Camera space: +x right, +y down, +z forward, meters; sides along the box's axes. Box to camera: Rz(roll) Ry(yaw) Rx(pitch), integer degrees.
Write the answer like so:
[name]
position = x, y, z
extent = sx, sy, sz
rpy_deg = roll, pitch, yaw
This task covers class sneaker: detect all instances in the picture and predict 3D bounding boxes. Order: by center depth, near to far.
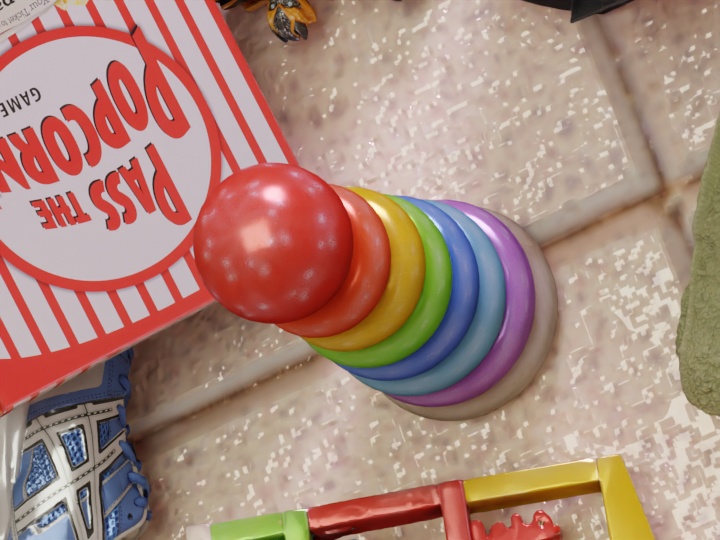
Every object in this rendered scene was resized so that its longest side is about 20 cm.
[sneaker]
position = -0.117, 0.074, 1.063
extent = 0.077, 0.076, 0.201
rpy_deg = 17, 85, 2

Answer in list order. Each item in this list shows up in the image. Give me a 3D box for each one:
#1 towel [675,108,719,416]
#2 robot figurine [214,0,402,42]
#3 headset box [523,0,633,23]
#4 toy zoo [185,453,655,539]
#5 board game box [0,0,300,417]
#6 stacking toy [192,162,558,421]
[towel]
position = 0.187, -0.033, 0.917
extent = 0.148, 0.036, 0.201
rpy_deg = 16, 100, 41
[robot figurine]
position = -0.034, -0.194, 1.074
extent = 0.145, 0.058, 0.201
rpy_deg = -6, 77, 25
[headset box]
position = 0.099, -0.192, 0.962
extent = 0.149, 0.077, 0.201
rpy_deg = 164, 112, -64
[toy zoo]
position = 0.041, 0.143, 0.967
extent = 0.199, 0.020, 0.132
rpy_deg = -10, 70, 4
[board game box]
position = -0.122, -0.064, 1.020
extent = 0.151, 0.046, 0.200
rpy_deg = -28, 91, -19
[stacking toy]
position = 0.000, 0.000, 0.941
extent = 0.085, 0.200, 0.086
rpy_deg = -5, 77, 24
